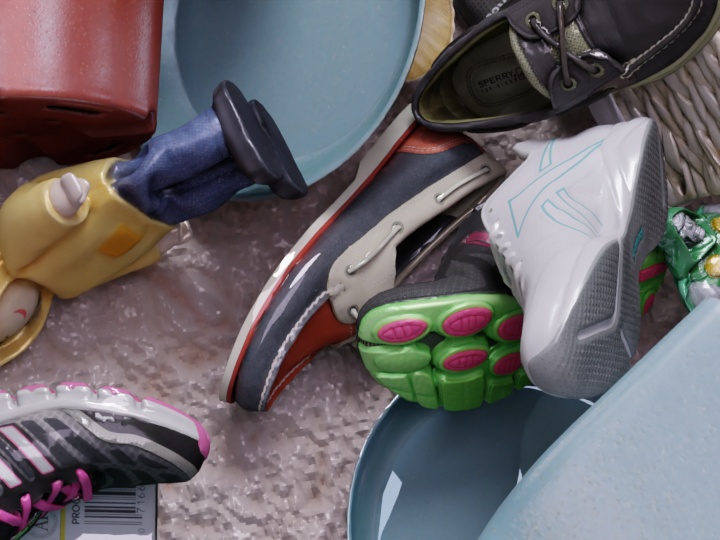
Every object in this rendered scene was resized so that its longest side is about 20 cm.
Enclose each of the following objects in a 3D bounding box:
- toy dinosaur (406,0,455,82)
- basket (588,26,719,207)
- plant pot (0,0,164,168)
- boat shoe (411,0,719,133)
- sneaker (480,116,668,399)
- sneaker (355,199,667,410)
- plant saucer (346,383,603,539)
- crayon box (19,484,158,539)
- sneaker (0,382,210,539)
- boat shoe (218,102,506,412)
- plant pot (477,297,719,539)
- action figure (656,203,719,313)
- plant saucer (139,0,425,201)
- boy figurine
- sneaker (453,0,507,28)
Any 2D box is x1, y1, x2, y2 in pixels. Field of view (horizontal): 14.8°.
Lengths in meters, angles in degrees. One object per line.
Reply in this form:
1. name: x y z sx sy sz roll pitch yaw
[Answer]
1. toy dinosaur: 0.018 -0.152 1.457 0.200 0.058 0.101 -49 66 20
2. basket: 0.184 -0.148 1.430 0.135 0.123 0.201 -34 103 -31
3. plant pot: -0.177 -0.161 1.393 0.199 0.201 0.197 0 79 -10
4. boat shoe: 0.101 -0.110 1.377 0.066 0.200 0.072 -31 94 -40
5. sneaker: 0.096 -0.003 1.330 0.080 0.071 0.201 -2 32 17
6. sneaker: 0.068 0.011 1.411 0.199 0.077 0.084 -17 46 -39
7. plant saucer: 0.089 0.135 1.414 0.198 0.027 0.202 3 71 -10
8. crayon box: -0.199 0.129 1.351 0.198 0.051 0.128 3 70 -10
9. sneaker: -0.169 0.104 1.301 0.198 0.074 0.088 -1 70 -5
10. boat shoe: 0.000 0.000 1.424 0.062 0.071 0.200 34 63 7
11. plant pot: 0.135 0.167 1.301 0.200 0.196 0.197 -37 80 -12
12. action figure: 0.227 0.016 1.436 0.199 0.055 0.119 25 55 -23
13. plant saucer: -0.043 -0.133 1.431 0.199 0.036 0.202 -5 81 32
14. boy figurine: -0.131 -0.020 1.372 0.199 0.124 0.065 -30 71 9
15. sneaker: 0.072 -0.165 1.491 0.199 0.067 0.091 25 59 -3
